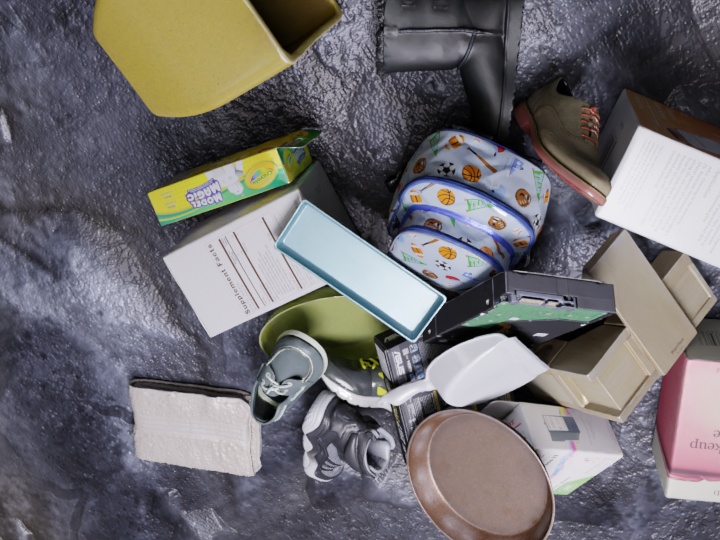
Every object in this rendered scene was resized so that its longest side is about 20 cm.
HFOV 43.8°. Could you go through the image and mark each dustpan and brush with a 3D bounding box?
[{"bbox_3d":[0.107,0.126,1.050,0.199,0.058,0.139,-34,146,14],"label":"dustpan and brush"}]

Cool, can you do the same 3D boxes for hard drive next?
[{"bbox_3d":[0.171,0.049,1.005,0.137,0.039,0.200,6,162,-20],"label":"hard drive"}]

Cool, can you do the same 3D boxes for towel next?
[{"bbox_3d":[-0.237,0.228,1.294,0.196,0.035,0.135,5,114,8],"label":"towel"}]

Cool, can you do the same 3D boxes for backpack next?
[{"bbox_3d":[0.118,-0.066,1.004,0.197,0.156,0.191,18,152,1],"label":"backpack"}]

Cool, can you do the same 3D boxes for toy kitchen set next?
[{"bbox_3d":[0.283,0.042,1.099,0.200,0.180,0.164,-45,108,-16],"label":"toy kitchen set"}]

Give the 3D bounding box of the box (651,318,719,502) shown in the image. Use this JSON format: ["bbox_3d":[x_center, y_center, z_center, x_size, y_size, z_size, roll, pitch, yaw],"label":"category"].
[{"bbox_3d":[0.443,0.173,1.109,0.125,0.109,0.204,2,114,8],"label":"box"}]

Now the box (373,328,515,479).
[{"bbox_3d":[0.113,0.146,1.144,0.159,0.049,0.203,-22,116,-13],"label":"box"}]

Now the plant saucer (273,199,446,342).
[{"bbox_3d":[0.000,0.000,1.022,0.198,0.019,0.070,34,109,-7],"label":"plant saucer"}]

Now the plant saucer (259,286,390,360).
[{"bbox_3d":[-0.031,0.070,1.139,0.196,0.032,0.201,-5,149,-3],"label":"plant saucer"}]

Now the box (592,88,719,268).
[{"bbox_3d":[0.360,-0.096,0.977,0.197,0.153,0.108,21,117,-2],"label":"box"}]

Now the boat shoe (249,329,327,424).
[{"bbox_3d":[-0.096,0.140,1.129,0.072,0.062,0.200,33,146,-2],"label":"boat shoe"}]

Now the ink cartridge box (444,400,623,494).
[{"bbox_3d":[0.218,0.227,1.131,0.197,0.068,0.117,11,137,-32],"label":"ink cartridge box"}]

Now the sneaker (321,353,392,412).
[{"bbox_3d":[0.035,0.136,1.182,0.197,0.075,0.086,20,106,-21],"label":"sneaker"}]

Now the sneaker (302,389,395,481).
[{"bbox_3d":[-0.015,0.245,1.197,0.112,0.076,0.202,25,147,19],"label":"sneaker"}]

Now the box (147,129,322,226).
[{"bbox_3d":[-0.141,-0.116,1.073,0.197,0.118,0.049,-18,104,17],"label":"box"}]

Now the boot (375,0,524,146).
[{"bbox_3d":[0.096,-0.234,1.004,0.159,0.073,0.202,4,108,5],"label":"boot"}]

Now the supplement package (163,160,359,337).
[{"bbox_3d":[-0.118,-0.027,1.107,0.198,0.122,0.121,-24,106,19],"label":"supplement package"}]

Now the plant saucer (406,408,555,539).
[{"bbox_3d":[0.148,0.253,1.087,0.198,0.034,0.204,15,117,31],"label":"plant saucer"}]

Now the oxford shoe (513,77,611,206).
[{"bbox_3d":[0.225,-0.146,0.956,0.070,0.201,0.075,31,115,-35],"label":"oxford shoe"}]

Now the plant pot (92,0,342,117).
[{"bbox_3d":[-0.171,-0.281,0.971,0.198,0.196,0.195,-28,108,30],"label":"plant pot"}]
